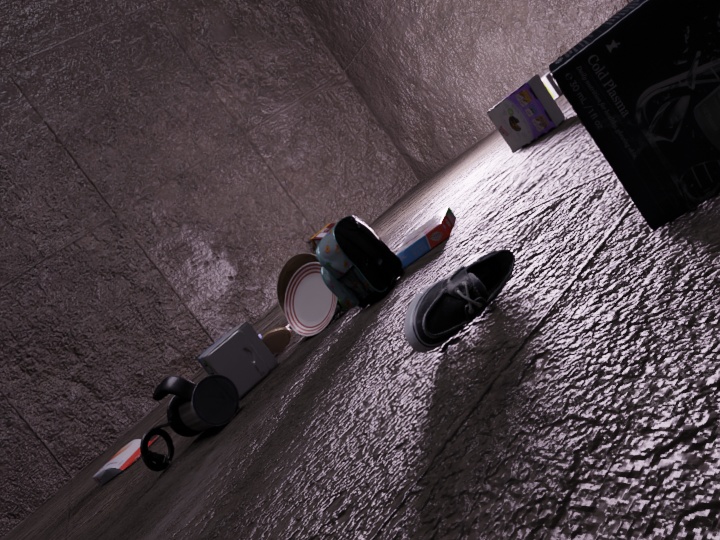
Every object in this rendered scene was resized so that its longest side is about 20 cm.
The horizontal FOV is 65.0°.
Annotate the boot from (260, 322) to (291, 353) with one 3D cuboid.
[{"bbox_3d":[-0.257,0.200,1.765,0.199,0.073,0.167,-39,7,32],"label":"boot"}]

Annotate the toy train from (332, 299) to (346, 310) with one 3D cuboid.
[{"bbox_3d":[-0.030,0.040,1.591,0.055,0.042,0.201,-15,29,23],"label":"toy train"}]

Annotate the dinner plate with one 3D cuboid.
[{"bbox_3d":[-0.133,0.079,1.554,0.199,0.203,0.024,-35,-30,25],"label":"dinner plate"}]

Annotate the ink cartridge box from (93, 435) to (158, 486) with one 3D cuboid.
[{"bbox_3d":[-0.786,0.622,1.906,0.199,0.050,0.162,-40,6,22],"label":"ink cartridge box"}]

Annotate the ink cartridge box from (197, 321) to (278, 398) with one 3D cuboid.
[{"bbox_3d":[-0.341,0.250,1.559,0.145,0.148,0.199,-39,6,-24],"label":"ink cartridge box"}]

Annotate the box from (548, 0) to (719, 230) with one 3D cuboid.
[{"bbox_3d":[0.331,-0.189,0.580,0.195,0.201,0.124,-35,8,26],"label":"box"}]

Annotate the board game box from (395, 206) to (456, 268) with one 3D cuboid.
[{"bbox_3d":[0.177,-0.092,1.514,0.152,0.041,0.200,-36,7,24],"label":"board game box"}]

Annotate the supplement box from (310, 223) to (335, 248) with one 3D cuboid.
[{"bbox_3d":[-0.187,-0.208,3.772,0.197,0.135,0.198,-41,27,-29],"label":"supplement box"}]

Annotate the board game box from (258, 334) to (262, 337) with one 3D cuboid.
[{"bbox_3d":[-0.474,0.344,2.132,0.198,0.044,0.199,-36,8,21],"label":"board game box"}]

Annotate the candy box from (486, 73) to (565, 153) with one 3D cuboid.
[{"bbox_3d":[0.534,-0.504,1.836,0.071,0.169,0.199,-39,6,-30],"label":"candy box"}]

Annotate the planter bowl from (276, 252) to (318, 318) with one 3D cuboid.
[{"bbox_3d":[-0.129,0.057,1.657,0.199,0.203,0.134,-35,-21,24],"label":"planter bowl"}]

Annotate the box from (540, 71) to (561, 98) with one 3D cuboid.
[{"bbox_3d":[0.829,-0.814,2.620,0.101,0.113,0.199,-43,8,-37],"label":"box"}]

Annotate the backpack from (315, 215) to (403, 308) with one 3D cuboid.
[{"bbox_3d":[-0.014,-0.024,1.389,0.152,0.201,0.176,-32,8,38],"label":"backpack"}]

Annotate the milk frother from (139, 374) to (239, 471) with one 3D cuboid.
[{"bbox_3d":[-0.407,0.361,1.331,0.187,0.178,0.205,-31,52,48],"label":"milk frother"}]

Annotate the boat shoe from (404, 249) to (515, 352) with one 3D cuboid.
[{"bbox_3d":[0.137,0.033,0.743,0.198,0.073,0.068,-34,2,-33],"label":"boat shoe"}]
